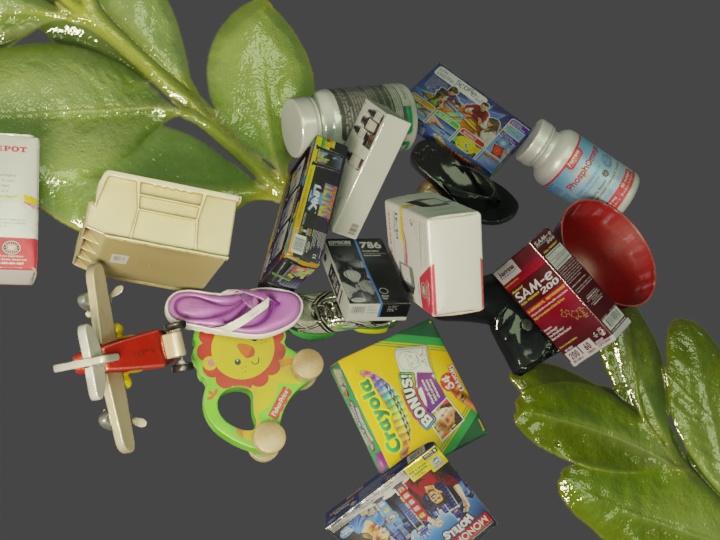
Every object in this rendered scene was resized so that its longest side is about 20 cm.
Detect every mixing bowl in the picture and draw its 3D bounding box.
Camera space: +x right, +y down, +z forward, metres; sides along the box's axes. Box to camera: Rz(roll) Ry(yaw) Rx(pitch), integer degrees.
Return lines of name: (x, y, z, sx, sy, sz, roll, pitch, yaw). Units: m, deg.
mixing bowl: (0.383, -0.008, 1.757, 0.200, 0.108, 0.200, 16, 56, -25)

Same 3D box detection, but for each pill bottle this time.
pill bottle: (0.373, -0.174, 1.819, 0.200, 0.109, 0.109, 32, 65, -8)
pill bottle: (-0.018, -0.238, 1.690, 0.200, 0.113, 0.113, -9, 76, -24)

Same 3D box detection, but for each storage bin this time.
storage bin: (-0.291, -0.049, 1.478, 0.198, 0.200, 0.094, 11, 72, -17)

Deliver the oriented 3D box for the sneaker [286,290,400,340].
sneaker: (-0.025, 0.057, 1.607, 0.200, 0.085, 0.078, -5, 75, -21)

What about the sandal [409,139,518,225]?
sandal: (0.167, -0.142, 1.707, 0.200, 0.043, 0.076, 33, 68, 3)

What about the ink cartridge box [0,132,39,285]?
ink cartridge box: (-0.526, -0.086, 1.465, 0.147, 0.086, 0.200, 3, 71, -19)

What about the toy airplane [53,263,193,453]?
toy airplane: (-0.343, 0.121, 1.437, 0.199, 0.141, 0.200, 51, 43, -35)

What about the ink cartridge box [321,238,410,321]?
ink cartridge box: (0.000, 0.000, 1.602, 0.099, 0.039, 0.200, -1, 38, -20)

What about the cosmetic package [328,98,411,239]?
cosmetic package: (0.000, -0.157, 1.623, 0.051, 0.083, 0.200, 17, 106, -31)

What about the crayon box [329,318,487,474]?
crayon box: (0.073, 0.199, 1.612, 0.172, 0.058, 0.200, -23, 82, -25)

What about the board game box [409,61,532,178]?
board game box: (0.173, -0.253, 1.781, 0.200, 0.034, 0.135, 38, 59, 9)

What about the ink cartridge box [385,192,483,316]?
ink cartridge box: (0.109, -0.028, 1.569, 0.086, 0.200, 0.148, -9, 104, -16)

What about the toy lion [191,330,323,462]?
toy lion: (-0.167, 0.152, 1.540, 0.192, 0.069, 0.200, 28, 64, -2)

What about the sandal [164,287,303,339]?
sandal: (-0.182, 0.057, 1.529, 0.202, 0.050, 0.083, -2, 62, -11)

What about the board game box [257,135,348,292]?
board game box: (-0.087, -0.078, 1.582, 0.057, 0.165, 0.200, 18, 67, -13)

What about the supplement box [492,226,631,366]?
supplement box: (0.316, 0.042, 1.656, 0.200, 0.109, 0.061, 49, 49, 4)

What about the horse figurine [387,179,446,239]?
horse figurine: (0.127, -0.097, 1.735, 0.132, 0.050, 0.200, 31, 66, -14)

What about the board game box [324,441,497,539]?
board game box: (0.087, 0.379, 1.521, 0.200, 0.062, 0.200, -37, 97, 4)

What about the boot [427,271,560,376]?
boot: (0.222, 0.092, 1.692, 0.200, 0.076, 0.168, -18, 76, -31)
